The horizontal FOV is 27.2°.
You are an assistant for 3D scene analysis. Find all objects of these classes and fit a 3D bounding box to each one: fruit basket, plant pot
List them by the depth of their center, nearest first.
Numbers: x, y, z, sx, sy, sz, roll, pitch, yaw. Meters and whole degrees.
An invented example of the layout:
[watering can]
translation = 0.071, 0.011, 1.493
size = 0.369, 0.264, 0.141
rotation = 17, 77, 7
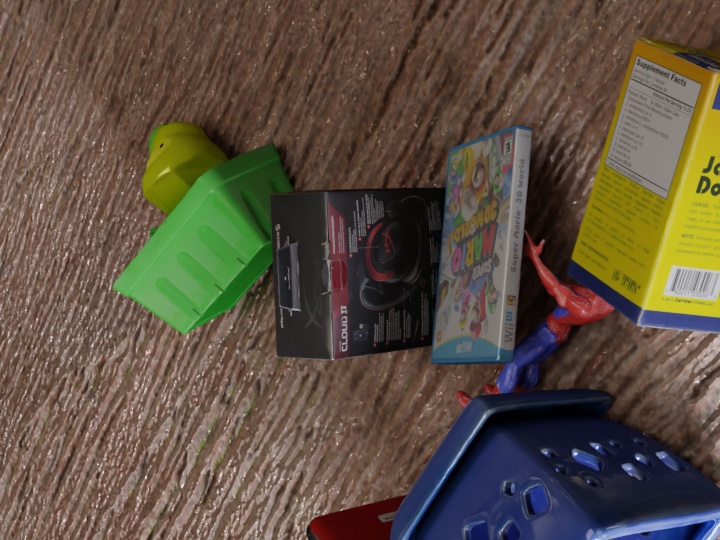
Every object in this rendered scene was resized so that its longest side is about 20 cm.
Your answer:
[plant pot]
translation = 0.153, 0.209, 1.232
size = 0.180, 0.200, 0.200
rotation = 50, 123, 34
[fruit basket]
translation = -0.176, -0.068, 1.557
size = 0.215, 0.155, 0.216
rotation = 11, 113, 28

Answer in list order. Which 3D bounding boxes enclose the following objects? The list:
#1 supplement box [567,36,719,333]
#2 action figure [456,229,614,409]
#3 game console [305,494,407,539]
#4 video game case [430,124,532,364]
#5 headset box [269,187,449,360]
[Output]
[supplement box]
translation = 0.256, -0.064, 1.151
size = 0.109, 0.109, 0.201
rotation = 44, 124, 58
[action figure]
translation = 0.149, 0.038, 1.306
size = 0.200, 0.065, 0.099
rotation = -46, 67, 36
[game console]
translation = 0.044, 0.303, 1.331
size = 0.172, 0.200, 0.119
rotation = 46, 121, 30
[video game case]
translation = 0.104, -0.018, 1.310
size = 0.143, 0.018, 0.201
rotation = 169, 107, -68
[headset box]
translation = 0.000, 0.000, 1.350
size = 0.075, 0.200, 0.149
rotation = 0, 94, 42
